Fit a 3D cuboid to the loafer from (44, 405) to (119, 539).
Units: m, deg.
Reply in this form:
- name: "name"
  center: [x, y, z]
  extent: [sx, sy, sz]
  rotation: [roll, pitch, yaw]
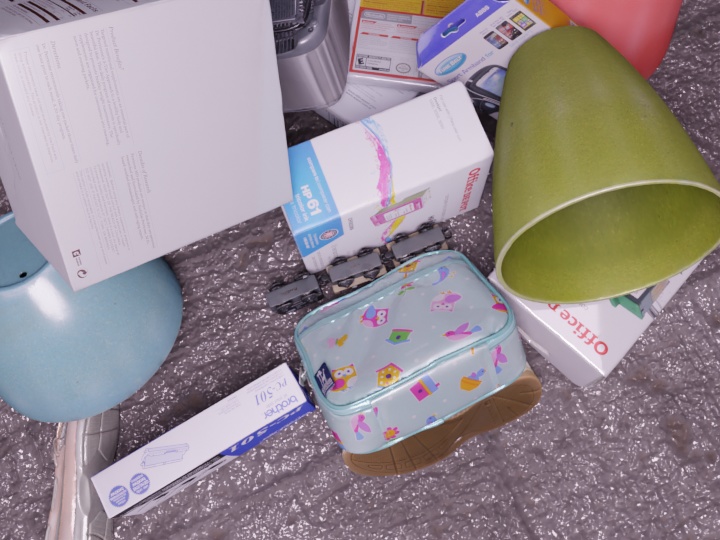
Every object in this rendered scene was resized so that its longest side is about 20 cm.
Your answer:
- name: "loafer"
  center: [-0.275, 0.189, 0.749]
  extent: [0.062, 0.072, 0.202]
  rotation: [-3, 78, 9]

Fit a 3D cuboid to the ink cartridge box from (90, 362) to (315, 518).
- name: "ink cartridge box"
  center: [-0.140, 0.160, 0.735]
  extent: [0.199, 0.094, 0.044]
  rotation: [-31, 76, -5]

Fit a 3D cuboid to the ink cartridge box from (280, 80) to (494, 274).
- name: "ink cartridge box"
  center: [0.020, -0.085, 0.763]
  extent: [0.198, 0.145, 0.085]
  rotation: [-23, 76, -3]

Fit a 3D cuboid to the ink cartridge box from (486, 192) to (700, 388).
- name: "ink cartridge box"
  center: [0.234, -0.008, 0.765]
  extent: [0.146, 0.084, 0.200]
  rotation: [40, 80, 12]

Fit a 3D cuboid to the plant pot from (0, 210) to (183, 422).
- name: "plant pot"
  center: [-0.282, 0.019, 0.722]
  extent: [0.198, 0.135, 0.202]
  rotation: [-6, 54, 9]

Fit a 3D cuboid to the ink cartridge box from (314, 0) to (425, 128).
- name: "ink cartridge box"
  center: [0.001, -0.260, 0.862]
  extent: [0.196, 0.043, 0.200]
  rotation: [37, 77, 10]

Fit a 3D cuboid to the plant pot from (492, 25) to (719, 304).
- name: "plant pot"
  center: [0.189, -0.103, 0.673]
  extent: [0.185, 0.188, 0.202]
  rotation: [-8, 61, 1]

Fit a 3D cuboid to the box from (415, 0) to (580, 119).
- name: "box"
  center: [0.147, -0.202, 0.747]
  extent: [0.199, 0.119, 0.042]
  rotation: [24, 54, -35]

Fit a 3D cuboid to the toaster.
- name: "toaster"
  center: [-0.069, -0.243, 0.764]
  extent: [0.112, 0.129, 0.202]
  rotation: [-6, 72, 11]

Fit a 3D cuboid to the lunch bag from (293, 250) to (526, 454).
- name: "lunch bag"
  center: [0.037, 0.068, 0.727]
  extent: [0.199, 0.077, 0.161]
  rotation: [-25, 38, -5]

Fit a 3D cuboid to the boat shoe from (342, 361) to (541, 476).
- name: "boat shoe"
  center: [0.072, 0.132, 0.753]
  extent: [0.199, 0.072, 0.065]
  rotation: [-25, 40, 1]

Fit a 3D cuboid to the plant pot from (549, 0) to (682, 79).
- name: "plant pot"
  center: [0.241, -0.297, 0.791]
  extent: [0.198, 0.177, 0.202]
  rotation: [-1, 75, 2]

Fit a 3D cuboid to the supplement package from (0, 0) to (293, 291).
- name: "supplement package"
  center: [-0.182, -0.128, 0.618]
  extent: [0.199, 0.193, 0.147]
  rotation: [-26, 39, -29]

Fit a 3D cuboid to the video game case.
- name: "video game case"
  center: [0.066, -0.286, 0.838]
  extent: [0.142, 0.017, 0.202]
  rotation: [8, 76, 3]

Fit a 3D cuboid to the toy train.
- name: "toy train"
  center: [0.000, 0.000, 0.795]
  extent: [0.198, 0.046, 0.034]
  rotation: [-21, 72, -2]
